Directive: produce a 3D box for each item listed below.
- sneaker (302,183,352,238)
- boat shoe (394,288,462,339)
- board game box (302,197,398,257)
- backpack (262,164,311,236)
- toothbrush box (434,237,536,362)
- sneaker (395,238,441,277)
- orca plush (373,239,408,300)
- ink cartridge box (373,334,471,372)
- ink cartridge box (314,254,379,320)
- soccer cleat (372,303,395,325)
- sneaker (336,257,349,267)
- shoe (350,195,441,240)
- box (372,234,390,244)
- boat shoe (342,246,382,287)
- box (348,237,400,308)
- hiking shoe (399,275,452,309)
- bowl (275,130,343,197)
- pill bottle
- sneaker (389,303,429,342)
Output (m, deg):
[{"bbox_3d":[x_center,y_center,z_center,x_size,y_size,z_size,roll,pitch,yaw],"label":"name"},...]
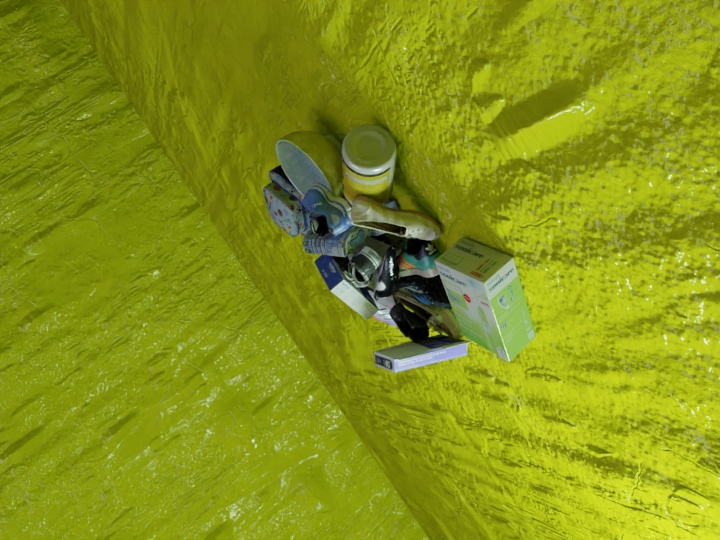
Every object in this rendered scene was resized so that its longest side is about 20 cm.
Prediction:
[{"bbox_3d":[-0.086,-0.127,1.485,0.079,0.089,0.199,57,167,-31],"label":"sneaker"},{"bbox_3d":[0.166,0.105,1.640,0.199,0.062,0.074,42,159,31],"label":"boat shoe"},{"bbox_3d":[-0.010,-0.109,1.544,0.197,0.199,0.063,5,125,49],"label":"board game box"},{"bbox_3d":[-0.161,-0.178,1.812,0.200,0.153,0.192,43,164,33],"label":"backpack"},{"bbox_3d":[0.243,0.055,1.319,0.145,0.085,0.203,29,149,52],"label":"toothbrush box"},{"bbox_3d":[0.117,-0.037,1.510,0.198,0.071,0.081,2,124,61],"label":"sneaker"},{"bbox_3d":[0.078,0.006,1.509,0.069,0.107,0.203,13,137,0],"label":"orca plush"},{"bbox_3d":[0.150,0.199,1.624,0.199,0.193,0.045,174,85,-73],"label":"ink cartridge box"},{"bbox_3d":[-0.030,0.038,1.609,0.095,0.044,0.200,58,-171,33],"label":"ink cartridge box"},{"bbox_3d":[0.031,0.100,1.913,0.200,0.077,0.066,46,165,-26],"label":"soccer cleat"},{"bbox_3d":[-0.020,-0.025,1.797,0.089,0.071,0.199,34,-176,31],"label":"sneaker"},{"bbox_3d":[0.071,-0.093,1.381,0.195,0.055,0.070,17,152,-7],"label":"shoe"},{"bbox_3d":[-0.003,-0.102,1.742,0.200,0.036,0.144,47,161,17],"label":"box"},{"bbox_3d":[0.002,0.002,1.544,0.073,0.068,0.199,43,169,-4],"label":"boat shoe"},{"bbox_3d":[0.044,0.007,1.689,0.115,0.061,0.202,23,153,30],"label":"box"},{"bbox_3d":[0.173,0.044,1.534,0.086,0.075,0.199,39,174,-34],"label":"hiking shoe"},{"bbox_3d":[-0.092,-0.249,1.567,0.199,0.108,0.202,40,159,19],"label":"bowl"},{"bbox_3d":[0.016,-0.195,1.398,0.111,0.110,0.201,46,161,20],"label":"pill bottle"},{"bbox_3d":[0.134,0.142,1.688,0.104,0.060,0.199,46,-173,35],"label":"sneaker"}]
